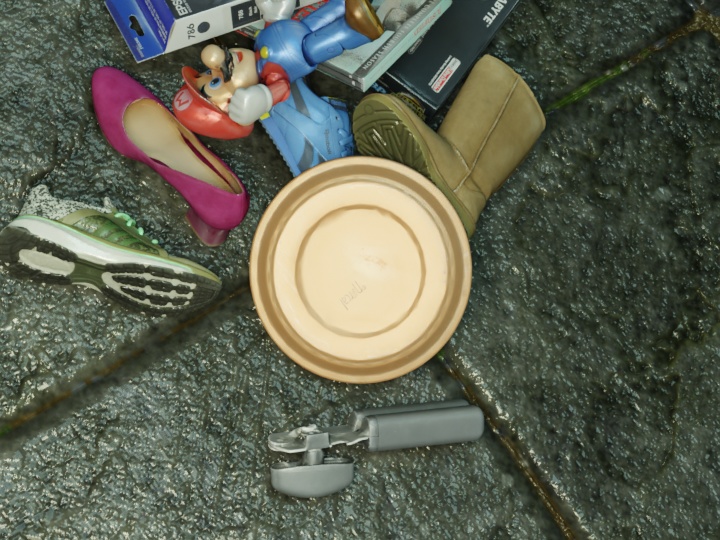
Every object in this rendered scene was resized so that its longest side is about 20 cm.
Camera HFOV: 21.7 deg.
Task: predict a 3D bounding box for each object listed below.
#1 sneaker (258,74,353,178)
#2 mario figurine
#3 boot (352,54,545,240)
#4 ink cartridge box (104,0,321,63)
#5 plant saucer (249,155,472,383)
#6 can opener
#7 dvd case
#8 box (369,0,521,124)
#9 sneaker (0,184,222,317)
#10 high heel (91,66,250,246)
[{"bbox_3d":[-0.032,-0.110,1.723,0.078,0.066,0.201,-31,76,3],"label":"sneaker"},{"bbox_3d":[-0.084,-0.196,1.657,0.199,0.123,0.106,-33,91,5],"label":"mario figurine"},{"bbox_3d":[0.084,-0.138,1.748,0.176,0.066,0.200,58,43,-24],"label":"boot"},{"bbox_3d":[-0.134,-0.265,1.745,0.199,0.039,0.100,-22,52,-14],"label":"ink cartridge box"},{"bbox_3d":[0.000,0.000,1.656,0.198,0.032,0.203,0,94,1],"label":"plant saucer"},{"bbox_3d":[0.012,0.156,1.648,0.198,0.053,0.068,-4,100,-22],"label":"can opener"},{"bbox_3d":[-0.034,-0.253,1.767,0.199,0.022,0.146,29,57,24],"label":"dvd case"},{"bbox_3d":[0.054,-0.258,1.848,0.159,0.046,0.200,37,59,0],"label":"box"},{"bbox_3d":[-0.211,-0.027,1.633,0.198,0.077,0.089,19,53,-14],"label":"sneaker"},{"bbox_3d":[-0.166,-0.119,1.673,0.067,0.096,0.200,-38,83,-30],"label":"high heel"}]
